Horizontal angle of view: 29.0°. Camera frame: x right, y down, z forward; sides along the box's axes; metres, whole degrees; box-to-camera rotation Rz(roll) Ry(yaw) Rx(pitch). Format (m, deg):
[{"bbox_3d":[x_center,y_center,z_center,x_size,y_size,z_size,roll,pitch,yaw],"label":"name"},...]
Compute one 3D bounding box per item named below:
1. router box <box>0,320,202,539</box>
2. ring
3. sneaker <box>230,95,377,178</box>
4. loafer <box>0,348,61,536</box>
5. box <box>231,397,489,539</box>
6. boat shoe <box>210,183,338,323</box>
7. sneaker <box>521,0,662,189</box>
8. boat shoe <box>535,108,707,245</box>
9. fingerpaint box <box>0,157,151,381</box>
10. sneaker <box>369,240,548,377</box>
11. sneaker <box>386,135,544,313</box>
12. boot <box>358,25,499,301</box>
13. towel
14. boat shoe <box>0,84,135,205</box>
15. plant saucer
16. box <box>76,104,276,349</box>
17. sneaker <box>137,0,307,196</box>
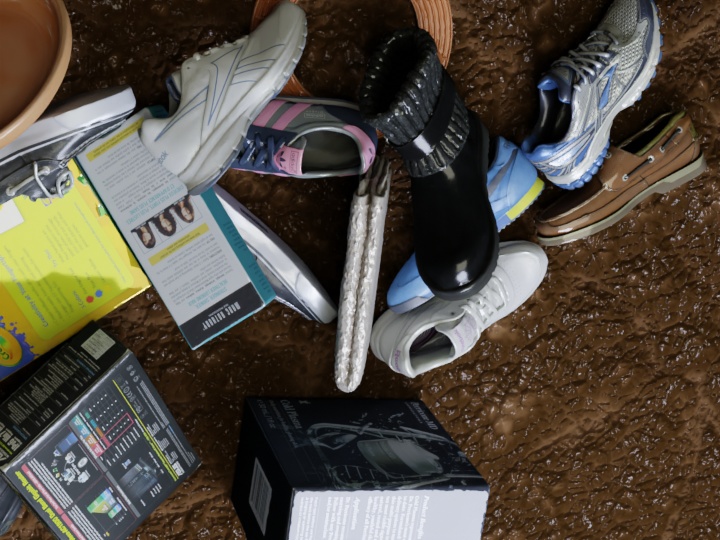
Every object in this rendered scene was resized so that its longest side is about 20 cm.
[{"bbox_3d":[-0.244,0.164,1.265,0.150,0.062,0.201,-45,143,-19],"label":"router box"},{"bbox_3d":[-0.005,-0.214,1.288,0.198,0.019,0.203,-7,112,-16],"label":"ring"},{"bbox_3d":[-0.082,-0.117,1.252,0.197,0.082,0.071,-3,120,-4],"label":"sneaker"},{"bbox_3d":[-0.327,0.159,1.292,0.070,0.068,0.202,22,105,-33],"label":"loafer"},{"bbox_3d":[-0.006,0.217,1.348,0.194,0.200,0.126,4,108,-20],"label":"box"},{"bbox_3d":[-0.106,-0.008,1.302,0.068,0.072,0.200,-45,111,6],"label":"boat shoe"},{"bbox_3d":[0.218,-0.180,1.331,0.085,0.077,0.202,19,97,-37],"label":"sneaker"},{"bbox_3d":[0.252,-0.096,1.396,0.199,0.072,0.069,-30,112,-16],"label":"boat shoe"},{"bbox_3d":[-0.307,-0.033,1.224,0.166,0.073,0.201,-32,114,-5],"label":"fingerpaint box"},{"bbox_3d":[0.109,0.045,1.379,0.199,0.100,0.075,-33,114,-6],"label":"sneaker"},{"bbox_3d":[0.087,-0.047,1.362,0.200,0.066,0.078,-45,106,1],"label":"sneaker"},{"bbox_3d":[0.060,-0.095,1.246,0.078,0.214,0.158,-14,148,20],"label":"boot"},{"bbox_3d":[0.000,0.000,1.306,0.034,0.133,0.203,8,109,3],"label":"towel"},{"bbox_3d":[-0.268,-0.087,1.137,0.198,0.074,0.069,-27,109,-7],"label":"boat shoe"},{"bbox_3d":[-0.322,-0.161,1.121,0.199,0.201,0.038,-31,148,-5],"label":"plant saucer"},{"bbox_3d":[-0.162,-0.039,1.233,0.082,0.049,0.201,-30,94,14],"label":"box"},{"bbox_3d":[-0.114,-0.163,1.197,0.087,0.074,0.201,36,66,-9],"label":"sneaker"}]
